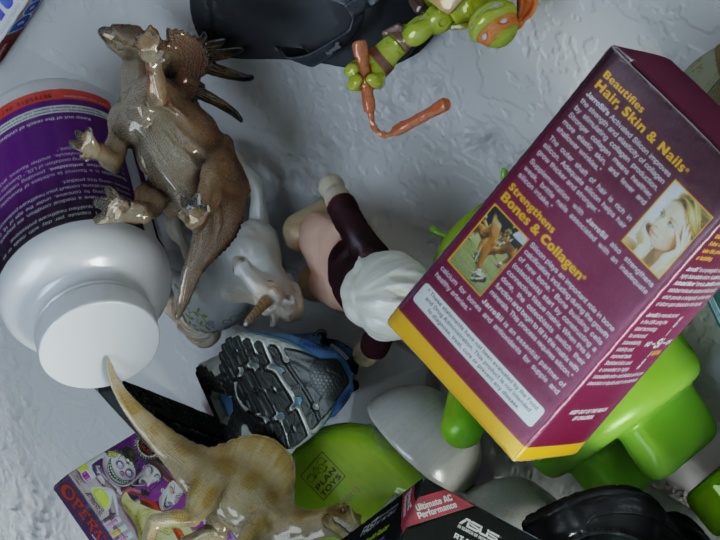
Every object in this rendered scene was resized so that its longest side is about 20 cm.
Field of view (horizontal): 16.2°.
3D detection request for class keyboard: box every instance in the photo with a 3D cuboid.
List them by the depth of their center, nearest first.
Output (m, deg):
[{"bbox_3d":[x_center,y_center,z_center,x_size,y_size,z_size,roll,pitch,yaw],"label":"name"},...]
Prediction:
[{"bbox_3d":[-0.102,0.118,1.673,0.021,0.200,0.127,-47,69,5],"label":"keyboard"}]

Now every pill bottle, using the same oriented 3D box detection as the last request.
[{"bbox_3d":[-0.185,-0.023,1.625,0.200,0.112,0.113,-109,32,-43],"label":"pill bottle"}]

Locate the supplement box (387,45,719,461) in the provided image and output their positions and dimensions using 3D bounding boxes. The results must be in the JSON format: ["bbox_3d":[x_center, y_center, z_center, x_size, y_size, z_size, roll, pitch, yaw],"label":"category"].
[{"bbox_3d":[0.125,-0.008,1.356,0.110,0.086,0.200,47,110,21],"label":"supplement box"}]

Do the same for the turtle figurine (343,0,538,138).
[{"bbox_3d":[0.050,-0.185,1.461,0.200,0.064,0.161,-46,70,15],"label":"turtle figurine"}]

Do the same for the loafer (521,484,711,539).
[{"bbox_3d":[0.156,0.169,1.448,0.068,0.200,0.071,-27,64,22],"label":"loafer"}]

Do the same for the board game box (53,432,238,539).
[{"bbox_3d":[-0.111,0.202,1.755,0.200,0.120,0.032,54,132,4],"label":"board game box"}]

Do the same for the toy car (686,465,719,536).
[{"bbox_3d":[0.234,0.184,1.374,0.164,0.200,0.158,51,134,7],"label":"toy car"}]

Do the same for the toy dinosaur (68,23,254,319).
[{"bbox_3d":[-0.108,-0.077,1.579,0.086,0.135,0.201,-23,85,25],"label":"toy dinosaur"}]

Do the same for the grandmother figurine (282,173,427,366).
[{"bbox_3d":[0.000,0.000,1.540,0.122,0.060,0.200,66,171,-16],"label":"grandmother figurine"}]

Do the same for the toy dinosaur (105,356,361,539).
[{"bbox_3d":[-0.089,0.141,1.553,0.199,0.101,0.058,28,169,16],"label":"toy dinosaur"}]

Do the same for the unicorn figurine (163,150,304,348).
[{"bbox_3d":[-0.088,-0.007,1.654,0.138,0.074,0.200,62,162,13],"label":"unicorn figurine"}]

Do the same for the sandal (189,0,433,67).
[{"bbox_3d":[-0.032,-0.156,1.565,0.199,0.043,0.076,-3,109,41],"label":"sandal"}]

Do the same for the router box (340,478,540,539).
[{"bbox_3d":[0.056,0.198,1.419,0.149,0.062,0.200,29,154,-8],"label":"router box"}]

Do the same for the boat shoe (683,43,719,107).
[{"bbox_3d":[0.238,-0.032,1.382,0.063,0.073,0.201,-38,75,31],"label":"boat shoe"}]

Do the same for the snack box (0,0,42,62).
[{"bbox_3d":[-0.236,-0.218,1.720,0.072,0.024,0.200,50,133,8],"label":"snack box"}]

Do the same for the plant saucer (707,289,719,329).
[{"bbox_3d":[0.257,0.077,1.453,0.070,0.019,0.201,-23,94,44],"label":"plant saucer"}]

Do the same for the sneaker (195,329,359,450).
[{"bbox_3d":[-0.041,0.062,1.617,0.079,0.090,0.200,66,162,-4],"label":"sneaker"}]

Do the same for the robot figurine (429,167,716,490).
[{"bbox_3d":[0.119,0.039,1.482,0.200,0.116,0.175,55,133,5],"label":"robot figurine"}]

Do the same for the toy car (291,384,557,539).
[{"bbox_3d":[0.039,0.178,1.604,0.200,0.150,0.175,43,99,11],"label":"toy car"}]
